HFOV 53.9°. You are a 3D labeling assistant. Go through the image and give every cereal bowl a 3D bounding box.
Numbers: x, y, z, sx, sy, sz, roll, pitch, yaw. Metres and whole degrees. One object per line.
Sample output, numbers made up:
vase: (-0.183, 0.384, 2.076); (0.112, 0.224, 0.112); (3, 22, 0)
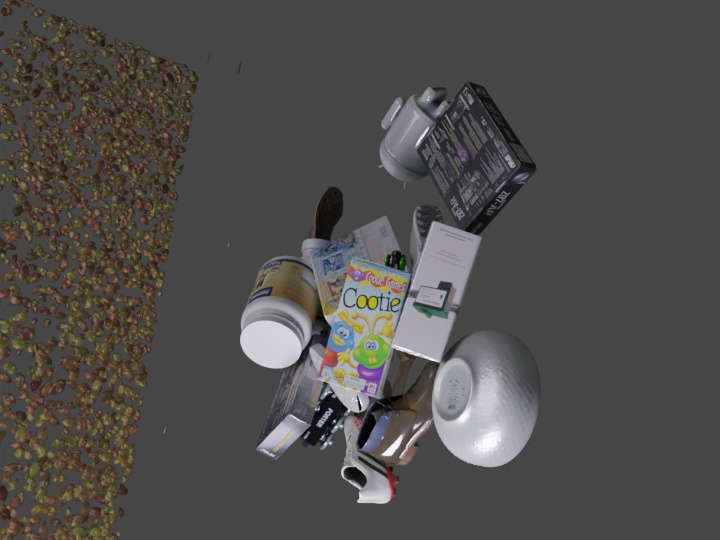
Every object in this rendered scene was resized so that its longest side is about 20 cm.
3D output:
cereal bowl: (0.167, 0.181, 1.040); (0.200, 0.082, 0.203); (-39, 43, 48)

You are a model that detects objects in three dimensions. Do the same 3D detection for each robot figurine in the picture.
robot figurine: (0.110, -0.250, 1.344); (0.170, 0.112, 0.201); (49, 125, 19)

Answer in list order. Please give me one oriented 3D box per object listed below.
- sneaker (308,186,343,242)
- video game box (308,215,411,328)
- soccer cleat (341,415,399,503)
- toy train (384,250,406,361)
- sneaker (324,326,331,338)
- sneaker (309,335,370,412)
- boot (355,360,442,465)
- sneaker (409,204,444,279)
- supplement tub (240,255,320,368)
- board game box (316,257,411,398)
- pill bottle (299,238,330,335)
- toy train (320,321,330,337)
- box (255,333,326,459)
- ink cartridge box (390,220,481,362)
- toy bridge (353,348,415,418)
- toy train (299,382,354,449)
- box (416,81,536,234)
sneaker: (-0.098, -0.105, 1.714); (0.075, 0.070, 0.203); (7, 82, 64)
video game box: (0.000, 0.000, 1.388); (0.180, 0.047, 0.201); (-22, 42, 4)
soccer cleat: (-0.002, 0.332, 1.258); (0.200, 0.084, 0.070); (-126, 39, -51)
toy train: (0.053, 0.066, 1.260); (0.041, 0.056, 0.203); (9, 87, 19)
sneaker: (-0.046, 0.180, 1.463); (0.201, 0.080, 0.089); (-59, 45, 31)
sneaker: (0.007, 0.166, 1.301); (0.200, 0.145, 0.082); (36, 141, 53)
boot: (0.068, 0.234, 1.183); (0.203, 0.096, 0.075); (-68, 28, 12)
sneaker: (0.125, -0.012, 1.262); (0.082, 0.073, 0.203); (99, 174, -68)
supplement tub: (-0.158, 0.082, 1.424); (0.145, 0.143, 0.201); (-53, 15, 35)
board game box: (0.010, 0.097, 1.162); (0.105, 0.101, 0.203); (67, -141, -78)
pill bottle: (-0.105, 0.037, 1.605); (0.112, 0.111, 0.203); (-22, 56, 57)
toy train: (-0.031, 0.071, 1.505); (0.202, 0.056, 0.042); (-66, 28, 16)
box: (-0.126, 0.245, 1.385); (0.159, 0.048, 0.201); (-49, 17, 41)
ink cartridge box: (0.121, 0.037, 1.122); (0.146, 0.083, 0.203); (25, -97, -81)
toy bridge: (0.046, 0.230, 1.305); (0.201, 0.027, 0.068); (-60, 30, 28)
toy train: (-0.058, 0.265, 1.407); (0.201, 0.085, 0.114); (-57, 1, 29)
box: (0.188, -0.187, 1.187); (0.161, 0.043, 0.202); (-53, 48, 37)
